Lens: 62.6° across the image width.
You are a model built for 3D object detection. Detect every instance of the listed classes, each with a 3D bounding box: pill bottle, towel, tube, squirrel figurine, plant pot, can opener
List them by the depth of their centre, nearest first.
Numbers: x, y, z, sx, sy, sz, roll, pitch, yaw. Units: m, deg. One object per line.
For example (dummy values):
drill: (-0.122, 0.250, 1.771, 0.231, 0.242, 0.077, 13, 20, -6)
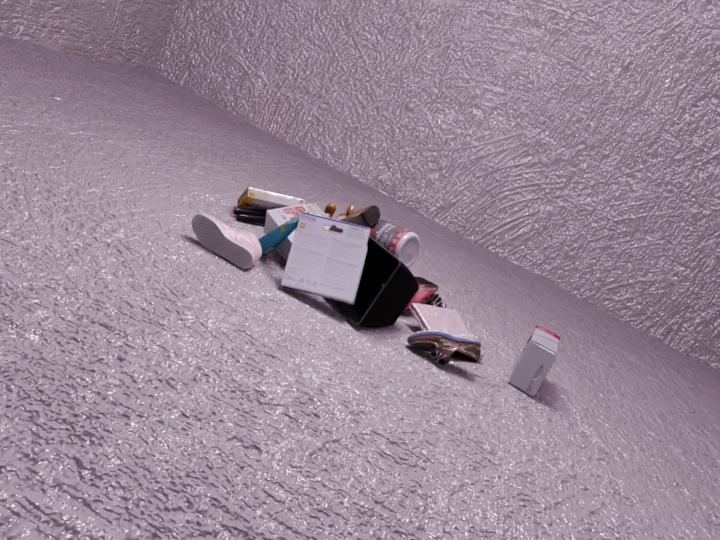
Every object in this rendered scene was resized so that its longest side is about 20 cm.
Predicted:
plant pot: (0.042, 0.039, 1.612, 0.177, 0.201, 0.200, 28, 10, -47)
tube: (-0.217, -0.103, 1.628, 0.051, 0.199, 0.078, 50, 41, -11)
towel: (0.250, 0.175, 1.703, 0.198, 0.032, 0.192, 13, 36, -42)
pill bottle: (0.071, -0.087, 1.779, 0.199, 0.118, 0.115, 25, 13, 36)
squirrel figurine: (-0.125, -0.124, 1.911, 0.184, 0.201, 0.143, 9, 51, -4)
can opener: (-0.320, -0.176, 1.925, 0.198, 0.079, 0.064, 4, 33, -33)

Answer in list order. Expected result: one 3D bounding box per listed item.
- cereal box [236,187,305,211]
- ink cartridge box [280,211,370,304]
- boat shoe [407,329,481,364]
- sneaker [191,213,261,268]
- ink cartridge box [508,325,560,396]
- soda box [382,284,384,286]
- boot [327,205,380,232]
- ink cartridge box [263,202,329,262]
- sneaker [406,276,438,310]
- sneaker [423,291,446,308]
cereal box: (-0.296, -0.218, 1.959, 0.197, 0.040, 0.144, 11, -15, -23)
ink cartridge box: (-0.087, -0.032, 1.535, 0.197, 0.203, 0.041, 14, -11, 5)
boat shoe: (0.220, 0.203, 1.546, 0.196, 0.073, 0.073, 3, 59, -1)
sneaker: (-0.346, -0.083, 1.562, 0.199, 0.076, 0.105, 36, 21, 4)
ink cartridge box: (0.507, 0.257, 1.718, 0.082, 0.147, 0.200, 29, 16, 16)
soda box: (0.118, 0.058, 1.875, 0.068, 0.064, 0.199, 35, 17, 32)
boot: (-0.033, -0.129, 1.725, 0.199, 0.075, 0.075, -32, 22, -34)
ink cartridge box: (-0.162, -0.102, 1.746, 0.174, 0.085, 0.200, -15, 48, -33)
sneaker: (0.163, 0.075, 1.817, 0.073, 0.088, 0.199, 28, 23, 34)
sneaker: (0.251, 0.115, 1.897, 0.083, 0.081, 0.201, 40, 18, -16)
